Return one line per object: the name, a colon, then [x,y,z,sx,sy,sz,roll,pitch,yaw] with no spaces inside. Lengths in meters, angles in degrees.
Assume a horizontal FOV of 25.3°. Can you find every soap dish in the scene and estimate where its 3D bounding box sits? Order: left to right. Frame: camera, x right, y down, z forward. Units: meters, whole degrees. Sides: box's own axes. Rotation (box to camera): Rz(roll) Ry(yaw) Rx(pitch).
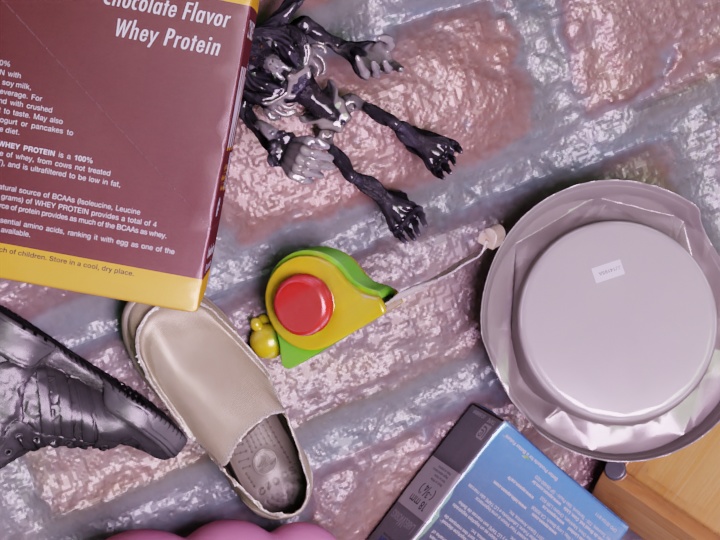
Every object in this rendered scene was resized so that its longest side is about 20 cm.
soap dish: [0.285,0.130,1.196,0.200,0.157,0.081,-53,148,-5]

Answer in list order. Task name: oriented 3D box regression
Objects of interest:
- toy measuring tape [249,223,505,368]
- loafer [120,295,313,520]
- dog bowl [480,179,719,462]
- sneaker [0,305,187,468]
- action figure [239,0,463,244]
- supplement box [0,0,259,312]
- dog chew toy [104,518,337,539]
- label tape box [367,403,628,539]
toy measuring tape: [0.000,0.000,1.086,0.200,0.074,0.074,-31,112,23]
loafer: [-0.087,0.091,1.093,0.076,0.068,0.200,-40,111,-13]
dog bowl: [0.183,0.038,1.158,0.199,0.059,0.201,0,82,-1]
sneaker: [-0.220,0.096,1.051,0.199,0.060,0.104,36,86,-18]
action figure: [-0.019,-0.110,1.071,0.200,0.102,0.119,36,87,-25]
supplement box: [-0.173,-0.097,0.968,0.196,0.133,0.201,10,95,-4]
dog chew toy: [-0.096,0.224,1.078,0.199,0.124,0.125,-12,103,-16]
label tape box: [0.081,0.222,1.181,0.144,0.063,0.200,41,83,-22]
